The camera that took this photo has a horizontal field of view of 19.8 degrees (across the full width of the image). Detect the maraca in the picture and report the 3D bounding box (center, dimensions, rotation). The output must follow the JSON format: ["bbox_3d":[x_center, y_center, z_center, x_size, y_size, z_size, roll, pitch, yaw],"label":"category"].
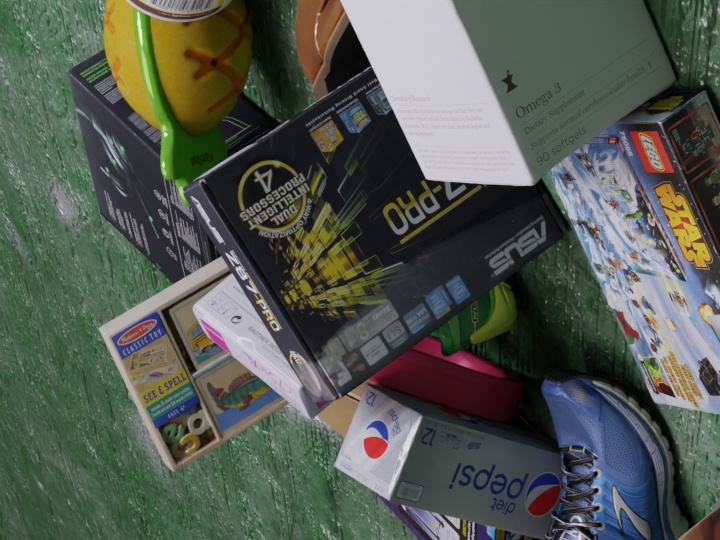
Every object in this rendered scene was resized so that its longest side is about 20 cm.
[{"bbox_3d":[-0.131,-0.150,1.521,0.106,0.137,0.202,-4,99,21],"label":"maraca"}]

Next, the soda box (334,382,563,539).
[{"bbox_3d":[0.082,0.137,1.425,0.199,0.064,0.068,19,-175,-40],"label":"soda box"}]

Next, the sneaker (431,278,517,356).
[{"bbox_3d":[0.024,-0.011,1.465,0.200,0.083,0.074,38,152,38],"label":"sneaker"}]

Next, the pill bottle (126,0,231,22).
[{"bbox_3d":[-0.107,-0.251,1.373,0.110,0.109,0.200,54,157,4],"label":"pill bottle"}]

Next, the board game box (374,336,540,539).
[{"bbox_3d":[0.071,0.151,1.623,0.165,0.056,0.201,45,155,29],"label":"board game box"}]

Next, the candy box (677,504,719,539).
[{"bbox_3d":[0.270,0.234,1.257,0.200,0.116,0.057,49,156,18],"label":"candy box"}]

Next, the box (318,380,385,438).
[{"bbox_3d":[0.000,0.107,1.535,0.163,0.021,0.199,43,167,-35],"label":"box"}]

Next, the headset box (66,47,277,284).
[{"bbox_3d":[-0.146,-0.081,1.698,0.200,0.092,0.175,41,153,33],"label":"headset box"}]

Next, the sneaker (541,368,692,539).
[{"bbox_3d":[0.166,0.157,1.396,0.078,0.089,0.201,10,130,58],"label":"sneaker"}]

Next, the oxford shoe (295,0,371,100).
[{"bbox_3d":[-0.011,-0.172,1.344,0.072,0.071,0.200,58,159,7],"label":"oxford shoe"}]

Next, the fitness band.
[{"bbox_3d":[0.023,0.060,1.468,0.199,0.038,0.143,18,-178,-24],"label":"fitness band"}]

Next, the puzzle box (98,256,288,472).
[{"bbox_3d":[-0.094,0.054,1.638,0.025,0.199,0.134,30,148,61],"label":"puzzle box"}]

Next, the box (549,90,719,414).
[{"bbox_3d":[0.186,-0.008,1.202,0.137,0.040,0.201,9,129,62],"label":"box"}]

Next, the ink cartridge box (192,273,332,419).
[{"bbox_3d":[0.000,0.000,1.384,0.119,0.200,0.042,35,159,39],"label":"ink cartridge box"}]

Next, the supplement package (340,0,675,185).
[{"bbox_3d":[0.065,-0.163,1.139,0.117,0.117,0.201,8,129,61],"label":"supplement package"}]

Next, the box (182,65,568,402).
[{"bbox_3d":[0.011,-0.037,1.305,0.162,0.199,0.049,59,159,-7],"label":"box"}]
